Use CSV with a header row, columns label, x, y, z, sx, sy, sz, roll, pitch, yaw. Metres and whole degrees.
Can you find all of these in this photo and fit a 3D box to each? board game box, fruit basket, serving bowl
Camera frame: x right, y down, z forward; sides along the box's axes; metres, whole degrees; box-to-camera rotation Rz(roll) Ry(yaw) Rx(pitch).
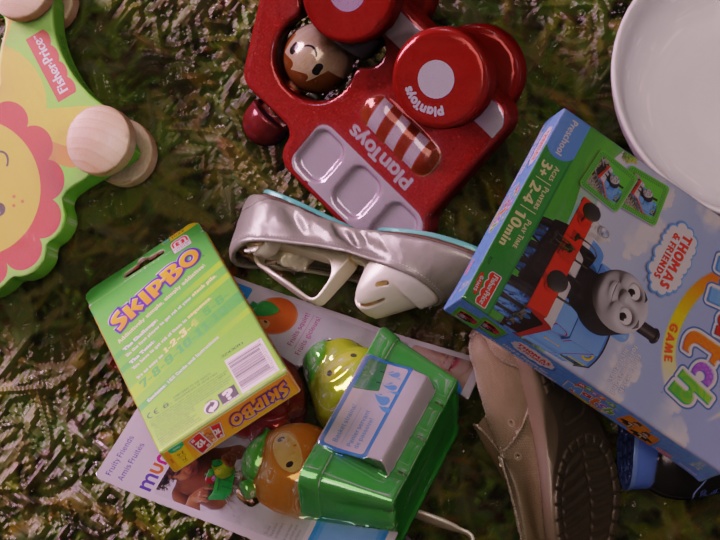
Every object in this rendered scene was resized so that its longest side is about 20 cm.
label,x,y,z,sx,sy,sz,roll,pitch,yaw
board game box,-0.114,0.045,1.466,0.095,0.030,0.200,-33,39,-1
board game box,0.171,0.015,1.410,0.200,0.037,0.152,34,66,-9
fruit basket,-0.043,0.093,1.450,0.199,0.094,0.186,23,56,13
serving bowl,0.263,-0.118,1.489,0.199,0.066,0.201,0,73,0

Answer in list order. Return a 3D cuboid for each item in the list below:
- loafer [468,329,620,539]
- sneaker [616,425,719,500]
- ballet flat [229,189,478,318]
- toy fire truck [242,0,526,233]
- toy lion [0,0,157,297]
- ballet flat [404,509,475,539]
label,x,y,z,sx,sy,sz,roll,pitch,yaw
loafer,0.117,0.112,1.456,0.067,0.076,0.201,1,103,44
sneaker,0.215,0.051,1.474,0.077,0.070,0.201,6,82,-7
ballet flat,0.000,0.000,1.470,0.199,0.067,0.064,16,72,30
toy fire truck,0.004,-0.123,1.503,0.200,0.112,0.168,43,107,8
toy lion,-0.253,-0.091,1.539,0.191,0.069,0.201,-29,79,7
ballet flat,0.067,0.209,1.456,0.200,0.068,0.068,37,77,9
